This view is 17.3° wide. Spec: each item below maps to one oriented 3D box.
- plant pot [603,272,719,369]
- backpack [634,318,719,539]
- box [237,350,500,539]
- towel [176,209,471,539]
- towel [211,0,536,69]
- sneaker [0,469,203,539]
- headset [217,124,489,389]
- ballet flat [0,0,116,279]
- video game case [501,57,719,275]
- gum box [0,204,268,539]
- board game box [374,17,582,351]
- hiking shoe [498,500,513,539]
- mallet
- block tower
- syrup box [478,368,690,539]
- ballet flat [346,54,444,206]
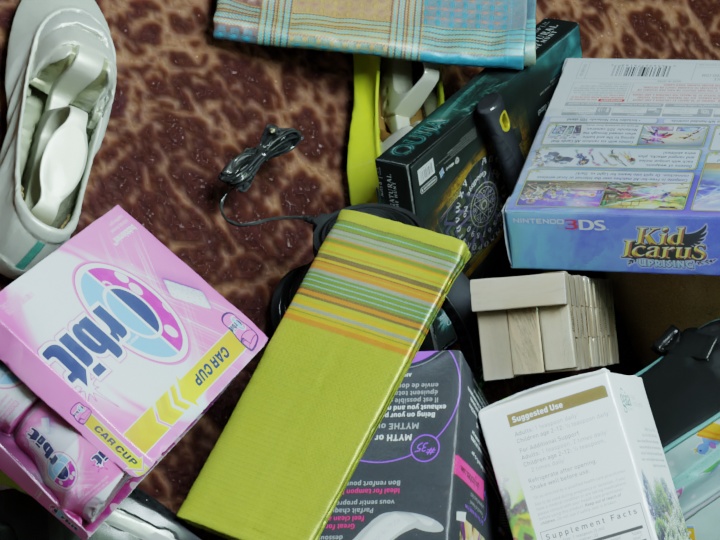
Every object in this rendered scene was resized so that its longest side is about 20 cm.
[{"bbox_3d":[0.239,0.015,1.495,0.186,0.186,0.200,-40,132,-40],"label":"plant pot"},{"bbox_3d":[0.219,0.153,1.416,0.200,0.176,0.153,45,13,-38],"label":"backpack"},{"bbox_3d":[0.005,0.155,1.290,0.106,0.122,0.200,59,33,-57],"label":"box"},{"bbox_3d":[-0.018,0.060,1.279,0.200,0.086,0.018,-62,146,-18],"label":"towel"},{"bbox_3d":[0.014,-0.193,1.477,0.200,0.022,0.147,6,57,-2],"label":"towel"},{"bbox_3d":[-0.157,0.144,1.253,0.200,0.072,0.083,32,88,-25],"label":"sneaker"},{"bbox_3d":[0.000,0.000,1.384,0.200,0.124,0.094,42,48,6],"label":"headset"},{"bbox_3d":[-0.167,-0.089,1.335,0.069,0.069,0.200,23,58,-26],"label":"ballet flat"},{"bbox_3d":[0.201,-0.063,1.397,0.181,0.200,0.045,-63,150,-53],"label":"video game case"},{"bbox_3d":[-0.136,0.050,1.228,0.113,0.066,0.200,42,23,0],"label":"gum box"},{"bbox_3d":[0.082,-0.054,1.473,0.200,0.028,0.135,-40,132,-42],"label":"board game box"},{"bbox_3d":[0.089,0.200,1.382,0.101,0.076,0.200,-11,76,-35],"label":"hiking shoe"},{"bbox_3d":[0.113,-0.033,1.472,0.066,0.041,0.200,-48,133,-40],"label":"mallet"},{"bbox_3d":[0.108,0.032,1.360,0.200,0.054,0.058,11,73,-76],"label":"block tower"},{"bbox_3d":[0.136,0.159,1.295,0.079,0.081,0.200,14,58,-70],"label":"syrup box"},{"bbox_3d":[0.028,-0.094,1.477,0.067,0.067,0.200,11,64,-30],"label":"ballet flat"}]
